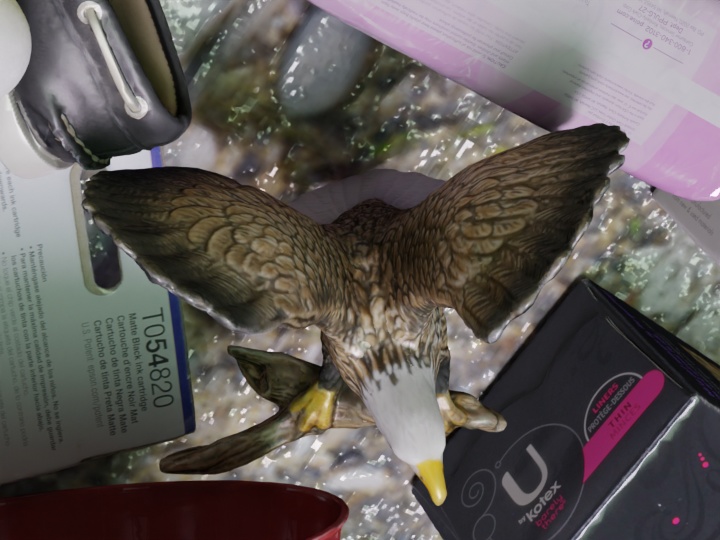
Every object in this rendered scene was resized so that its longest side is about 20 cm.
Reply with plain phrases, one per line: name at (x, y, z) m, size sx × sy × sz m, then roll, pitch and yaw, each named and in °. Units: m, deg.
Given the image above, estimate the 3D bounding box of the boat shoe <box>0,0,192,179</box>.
boat shoe at (-0.102, -0.129, 0.693) m, size 0.060 × 0.074 × 0.200 m, roll -11°, pitch 97°, yaw 17°

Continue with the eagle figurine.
eagle figurine at (0.004, 0.005, 0.749) m, size 0.152 × 0.151 × 0.200 m, roll -45°, pitch 157°, yaw -19°

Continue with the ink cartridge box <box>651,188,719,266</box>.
ink cartridge box at (0.227, -0.068, 0.894) m, size 0.117 × 0.067 × 0.200 m, roll 31°, pitch 104°, yaw -32°

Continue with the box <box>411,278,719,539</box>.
box at (0.143, 0.113, 0.937) m, size 0.200 × 0.106 × 0.122 m, roll 32°, pitch 102°, yaw -32°

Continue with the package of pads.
package of pads at (0.047, -0.105, 0.769) m, size 0.200 × 0.121 × 0.076 m, roll 24°, pitch 106°, yaw -31°

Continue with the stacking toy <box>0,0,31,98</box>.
stacking toy at (-0.196, -0.075, 0.647) m, size 0.200 × 0.146 × 0.146 m, roll 11°, pitch 114°, yaw -9°

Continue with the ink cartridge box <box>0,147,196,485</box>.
ink cartridge box at (-0.166, -0.006, 0.785) m, size 0.200 × 0.041 × 0.200 m, roll -13°, pitch 121°, yaw -16°

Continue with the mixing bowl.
mixing bowl at (-0.097, 0.140, 0.750) m, size 0.200 × 0.200 × 0.108 m, roll -8°, pitch 95°, yaw -18°
